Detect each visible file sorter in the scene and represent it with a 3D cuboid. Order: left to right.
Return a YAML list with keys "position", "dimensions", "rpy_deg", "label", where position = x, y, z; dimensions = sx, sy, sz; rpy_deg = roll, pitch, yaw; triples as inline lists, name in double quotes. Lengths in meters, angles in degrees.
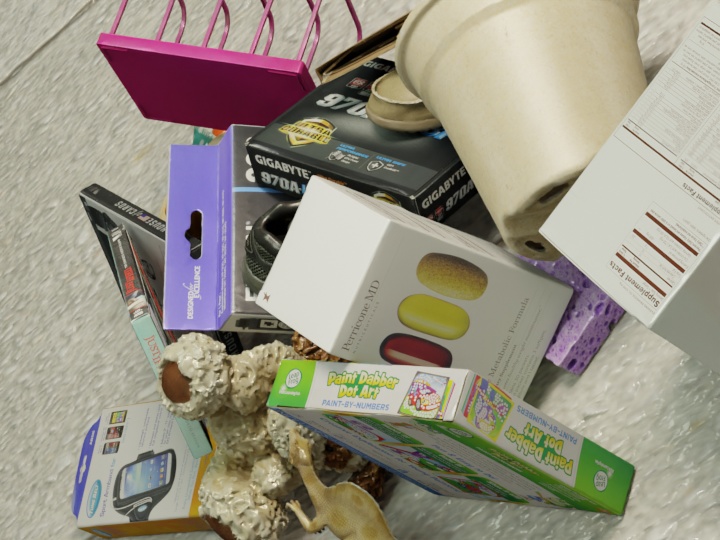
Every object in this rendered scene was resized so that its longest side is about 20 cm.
- position: [-0.113, -0.212, 1.943]
  dimensions: [0.200, 0.139, 0.125]
  rpy_deg: [10, 67, 19]
  label: "file sorter"

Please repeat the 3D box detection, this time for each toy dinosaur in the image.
- position: [0.004, 0.210, 1.651]
  dimensions: [0.200, 0.058, 0.101]
  rpy_deg: [35, 137, 16]
  label: "toy dinosaur"

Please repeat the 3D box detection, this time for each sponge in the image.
- position: [0.189, -0.025, 1.655]
  dimensions: [0.200, 0.030, 0.112]
  rpy_deg: [-55, 40, 6]
  label: "sponge"

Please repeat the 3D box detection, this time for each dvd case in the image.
- position: [-0.177, 0.059, 1.841]
  dimensions: [0.022, 0.146, 0.200]
  rpy_deg: [-24, 27, -3]
  label: "dvd case"
- position: [-0.180, 0.011, 1.936]
  dimensions: [0.025, 0.150, 0.200]
  rpy_deg: [-34, 34, -23]
  label: "dvd case"

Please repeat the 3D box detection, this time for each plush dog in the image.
- position: [-0.049, 0.121, 1.743]
  dimensions: [0.172, 0.200, 0.160]
  rpy_deg: [-2, 23, 33]
  label: "plush dog"

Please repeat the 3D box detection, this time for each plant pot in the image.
- position: [0.145, -0.116, 1.605]
  dimensions: [0.200, 0.200, 0.184]
  rpy_deg: [-34, 56, 28]
  label: "plant pot"

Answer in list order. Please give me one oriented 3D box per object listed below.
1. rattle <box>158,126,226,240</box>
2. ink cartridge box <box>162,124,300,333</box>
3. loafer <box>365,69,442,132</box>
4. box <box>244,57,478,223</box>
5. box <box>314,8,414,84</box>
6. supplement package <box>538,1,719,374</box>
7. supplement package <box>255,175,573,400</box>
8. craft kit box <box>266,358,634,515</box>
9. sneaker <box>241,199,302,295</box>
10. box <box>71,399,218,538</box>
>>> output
- position: [-0.152, -0.103, 1.971]
  dimensions: [0.130, 0.143, 0.200]
  rpy_deg: [-20, 54, 34]
  label: "rattle"
- position: [-0.069, -0.035, 1.819]
  dimensions: [0.043, 0.200, 0.198]
  rpy_deg: [102, 167, -57]
  label: "ink cartridge box"
- position: [0.091, -0.179, 1.750]
  dimensions: [0.200, 0.067, 0.076]
  rpy_deg: [-26, 35, -15]
  label: "loafer"
- position: [0.027, -0.109, 1.778]
  dimensions: [0.200, 0.046, 0.159]
  rpy_deg: [20, 48, 40]
  label: "box"
- position: [0.068, -0.225, 1.806]
  dimensions: [0.163, 0.021, 0.200]
  rpy_deg: [-27, 6, 33]
  label: "box"
- position: [0.273, -0.037, 1.448]
  dimensions: [0.200, 0.191, 0.147]
  rpy_deg: [-53, 40, 8]
  label: "supplement package"
- position: [0.042, 0.020, 1.605]
  dimensions: [0.110, 0.200, 0.114]
  rpy_deg: [31, 100, 50]
  label: "supplement package"
- position: [0.066, 0.123, 1.561]
  dimensions: [0.197, 0.200, 0.049]
  rpy_deg: [4, 70, 47]
  label: "craft kit box"
- position: [0.000, 0.000, 1.712]
  dimensions: [0.199, 0.114, 0.076]
  rpy_deg: [23, 61, 7]
  label: "sneaker"
- position: [-0.186, 0.179, 1.918]
  dimensions: [0.200, 0.041, 0.119]
  rpy_deg: [-12, 59, 45]
  label: "box"
